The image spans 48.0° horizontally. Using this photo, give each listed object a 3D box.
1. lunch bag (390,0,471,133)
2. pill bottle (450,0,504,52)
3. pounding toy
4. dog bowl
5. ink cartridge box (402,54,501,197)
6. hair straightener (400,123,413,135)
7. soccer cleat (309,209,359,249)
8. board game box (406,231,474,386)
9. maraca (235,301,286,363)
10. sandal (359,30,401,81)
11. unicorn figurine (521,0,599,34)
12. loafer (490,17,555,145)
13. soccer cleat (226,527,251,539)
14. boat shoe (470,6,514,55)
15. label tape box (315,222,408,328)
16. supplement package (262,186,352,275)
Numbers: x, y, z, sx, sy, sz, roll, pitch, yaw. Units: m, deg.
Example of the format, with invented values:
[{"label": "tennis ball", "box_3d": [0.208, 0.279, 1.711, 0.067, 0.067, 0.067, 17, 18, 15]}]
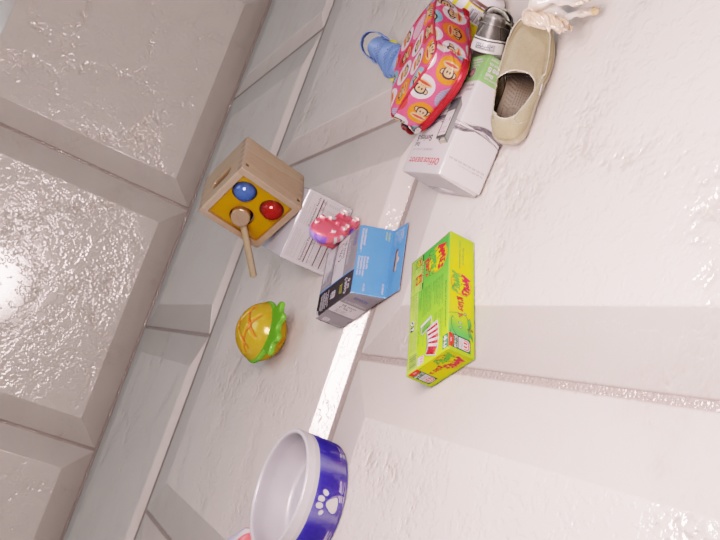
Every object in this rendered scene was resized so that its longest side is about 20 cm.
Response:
[{"label": "lunch bag", "box_3d": [0.103, -0.326, 1.307, 0.176, 0.081, 0.202, -48, 26, 45]}, {"label": "pill bottle", "box_3d": [0.158, -0.422, 1.439, 0.201, 0.108, 0.110, -52, 27, 29]}, {"label": "pounding toy", "box_3d": [-0.229, -0.127, 1.685, 0.199, 0.183, 0.143, -37, 34, 33]}, {"label": "dog bowl", "box_3d": [-0.102, 0.368, 1.320, 0.200, 0.078, 0.202, -48, 29, 37]}, {"label": "ink cartridge box", "box_3d": [0.164, -0.229, 1.292, 0.202, 0.083, 0.145, -66, 22, -1]}, {"label": "hair straightener", "box_3d": [0.129, -0.360, 1.569, 0.077, 0.041, 0.202, -26, 41, 52]}, {"label": "soccer cleat", "box_3d": [-0.054, -0.068, 1.566, 0.077, 0.066, 0.200, -64, -9, 18]}, {"label": "board game box", "box_3d": [0.117, 0.055, 1.175, 0.101, 0.047, 0.202, -41, 34, 45]}, {"label": "maraca", "box_3d": [-0.206, 0.130, 1.736, 0.199, 0.106, 0.139, -17, 60, 61]}, {"label": "sandal", "box_3d": [0.050, -0.478, 1.782, 0.080, 0.086, 0.200, -58, 26, 13]}, {"label": "unicorn figurine", "box_3d": [0.293, -0.413, 1.168, 0.136, 0.075, 0.200, 11, 42, 40]}, {"label": "loafer", "box_3d": [0.237, -0.285, 1.179, 0.068, 0.075, 0.203, 37, -115, -71]}, {"label": "soccer cleat", "box_3d": [-0.218, 0.509, 1.477, 0.073, 0.068, 0.200, -53, 7, -36]}, {"label": "boat shoe", "box_3d": [0.216, -0.379, 1.270, 0.200, 0.070, 0.065, -58, -18, -68]}, {"label": "label tape box", "box_3d": [0.000, 0.000, 1.463, 0.200, 0.063, 0.146, -37, 37, 50]}, {"label": "supplement package", "box_3d": [-0.125, -0.095, 1.768, 0.158, 0.110, 0.200, -66, 22, 1]}]
